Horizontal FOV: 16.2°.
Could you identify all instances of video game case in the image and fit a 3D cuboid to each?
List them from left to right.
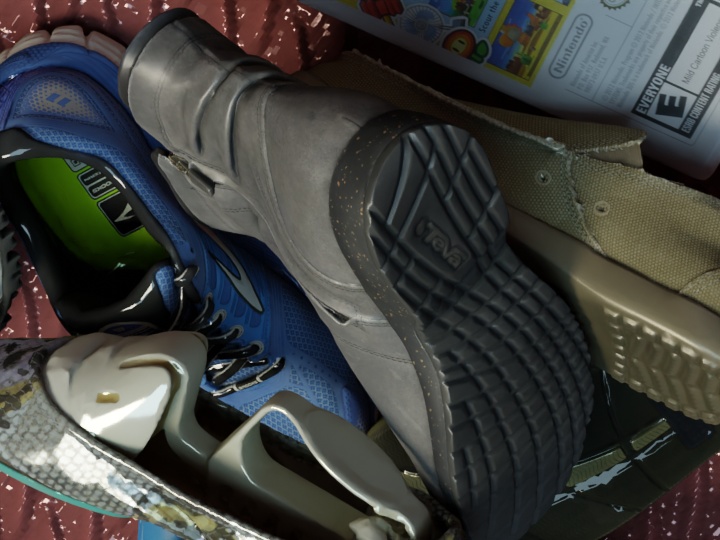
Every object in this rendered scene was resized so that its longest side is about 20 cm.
[{"bbox_3d":[0.076,-0.145,0.819,0.182,0.023,0.200,23,124,-5],"label":"video game case"}]

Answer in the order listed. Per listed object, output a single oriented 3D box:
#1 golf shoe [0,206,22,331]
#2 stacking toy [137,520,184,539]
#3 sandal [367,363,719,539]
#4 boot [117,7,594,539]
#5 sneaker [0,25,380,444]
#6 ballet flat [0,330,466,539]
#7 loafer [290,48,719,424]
[{"bbox_3d":[-0.189,0.025,0.898,0.078,0.094,0.200,48,138,5],"label":"golf shoe"},{"bbox_3d":[0.013,0.131,0.970,0.199,0.110,0.116,4,121,-6],"label":"stacking toy"},{"bbox_3d":[0.095,0.041,0.918,0.201,0.057,0.080,-27,114,7],"label":"sandal"},{"bbox_3d":[0.000,0.000,0.845,0.131,0.070,0.200,27,148,39],"label":"boot"},{"bbox_3d":[-0.071,0.011,0.904,0.078,0.089,0.200,-32,111,27],"label":"sneaker"},{"bbox_3d":[-0.049,0.058,0.838,0.200,0.072,0.072,28,124,10],"label":"ballet flat"},{"bbox_3d":[0.063,-0.020,0.864,0.200,0.067,0.076,32,156,13],"label":"loafer"}]
